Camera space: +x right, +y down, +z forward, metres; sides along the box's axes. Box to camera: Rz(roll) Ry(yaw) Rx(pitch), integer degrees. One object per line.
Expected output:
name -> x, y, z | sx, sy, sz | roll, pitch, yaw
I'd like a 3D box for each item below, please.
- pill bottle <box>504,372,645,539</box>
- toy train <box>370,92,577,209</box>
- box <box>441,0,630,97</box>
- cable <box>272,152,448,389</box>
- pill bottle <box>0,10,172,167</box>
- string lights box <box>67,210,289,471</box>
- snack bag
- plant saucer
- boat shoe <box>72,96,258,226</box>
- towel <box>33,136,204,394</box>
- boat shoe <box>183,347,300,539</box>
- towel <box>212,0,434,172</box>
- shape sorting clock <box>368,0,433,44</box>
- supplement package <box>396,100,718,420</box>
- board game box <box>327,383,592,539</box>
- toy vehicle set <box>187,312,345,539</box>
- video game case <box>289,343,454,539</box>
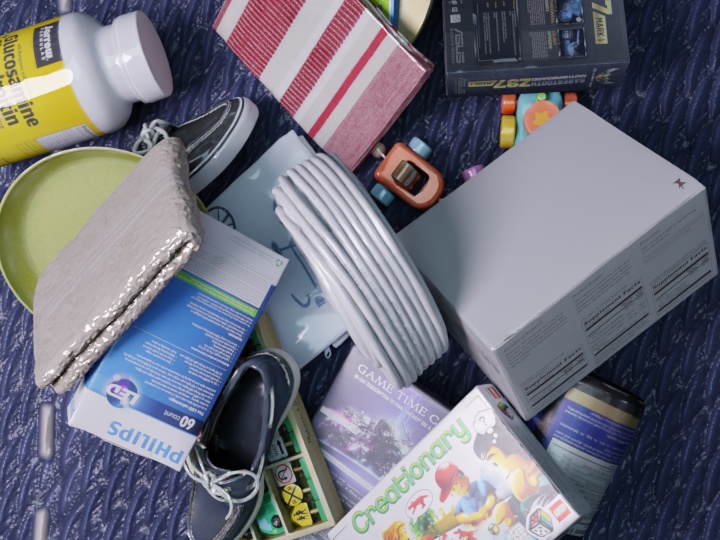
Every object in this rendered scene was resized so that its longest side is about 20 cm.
pill bottle -> 0.155, 0.178, 0.745 | 0.111, 0.112, 0.201 | 26, 92, 6
toy train -> 0.107, -0.116, 0.785 | 0.150, 0.056, 0.200 | 43, 93, 5
box -> 0.149, -0.259, 0.766 | 0.157, 0.051, 0.201 | -3, 75, 6
cable -> 0.000, 0.000, 0.697 | 0.069, 0.200, 0.201 | -32, 81, -4
pill bottle -> -0.283, -0.172, 0.796 | 0.199, 0.112, 0.113 | -16, 87, 5
string lights box -> -0.155, 0.054, 0.728 | 0.102, 0.059, 0.201 | 29, 86, -21
snack bag -> -0.078, 0.001, 0.818 | 0.200, 0.021, 0.189 | -40, 85, 7
plant saucer -> -0.226, -0.022, 0.780 | 0.199, 0.031, 0.201 | -1, 119, -2
boat shoe -> -0.185, -0.102, 0.799 | 0.199, 0.074, 0.068 | -37, 125, 11
towel -> -0.200, -0.003, 0.698 | 0.200, 0.034, 0.133 | -43, 42, 18
boat shoe -> -0.111, 0.163, 0.748 | 0.075, 0.062, 0.201 | 31, 103, 17
towel -> -0.040, -0.203, 0.782 | 0.200, 0.023, 0.144 | 48, 131, 5
shape sorting clock -> -0.020, -0.274, 0.771 | 0.199, 0.039, 0.201 | 16, 122, 27
supplement package -> 0.157, -0.013, 0.704 | 0.200, 0.111, 0.156 | -36, 46, -4
board game box -> 0.074, 0.207, 0.702 | 0.200, 0.035, 0.126 | -49, 62, 20
toy vehicle set -> -0.106, 0.153, 0.793 | 0.124, 0.026, 0.201 | -24, 84, 21
video game case -> 0.006, 0.187, 0.776 | 0.142, 0.019, 0.201 | 33, 103, 16
